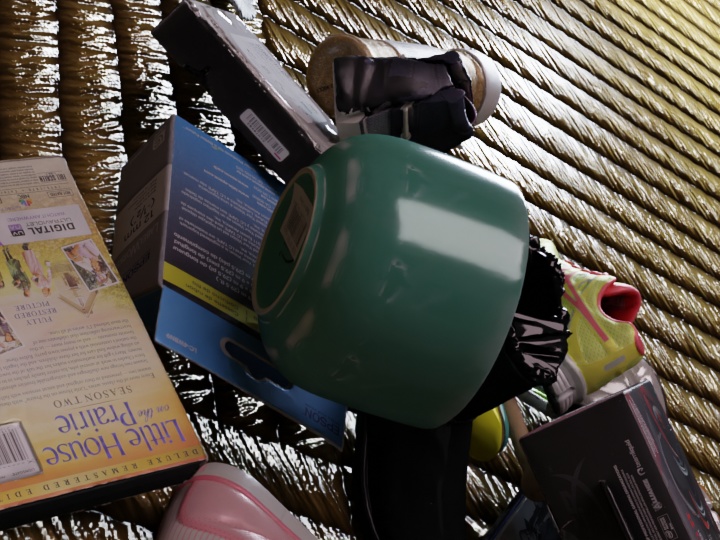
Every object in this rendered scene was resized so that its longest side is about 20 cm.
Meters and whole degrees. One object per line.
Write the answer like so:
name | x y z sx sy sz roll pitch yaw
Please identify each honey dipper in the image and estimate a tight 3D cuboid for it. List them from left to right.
honey dipper | 0.099 0.080 1.192 0.038 0.038 0.200 26 30 -35

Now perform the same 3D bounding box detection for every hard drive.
hard drive | -0.068 -0.121 1.164 0.140 0.038 0.200 48 7 0

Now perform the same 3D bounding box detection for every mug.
mug | 0.001 0.007 0.958 0.114 0.185 0.152 19 59 -19

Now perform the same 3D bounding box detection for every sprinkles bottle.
sprinkles bottle | 0.039 -0.155 1.389 0.200 0.068 0.068 -3 58 -55

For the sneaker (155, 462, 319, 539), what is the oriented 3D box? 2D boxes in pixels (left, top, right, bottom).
sneaker | -0.029 0.192 0.879 0.200 0.075 0.105 37 26 -5

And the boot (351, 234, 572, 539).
boot | 0.064 0.080 1.018 0.073 0.162 0.199 12 58 -31

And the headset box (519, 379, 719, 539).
headset box | 0.174 0.154 1.072 0.149 0.075 0.200 66 13 8

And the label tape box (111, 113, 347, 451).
label tape box | -0.080 0.017 1.030 0.143 0.066 0.200 32 36 -28

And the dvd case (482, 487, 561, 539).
dvd case | 0.134 0.230 1.111 0.150 0.025 0.200 50 30 1

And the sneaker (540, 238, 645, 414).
sneaker | 0.163 0.031 1.250 0.078 0.090 0.200 60 10 -29

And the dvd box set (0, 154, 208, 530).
dvd box set | -0.182 0.033 0.872 0.146 0.029 0.200 -11 63 -40

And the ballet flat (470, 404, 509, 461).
ballet flat | 0.032 0.049 1.158 0.067 0.067 0.200 -4 53 -30

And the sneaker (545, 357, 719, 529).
sneaker | 0.196 0.163 1.247 0.092 0.076 0.200 -15 74 -29

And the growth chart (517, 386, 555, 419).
growth chart | 0.128 0.043 1.333 0.145 0.018 0.200 27 35 -33

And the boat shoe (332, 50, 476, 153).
boat shoe | 0.038 -0.088 1.196 0.200 0.092 0.075 70 16 -68

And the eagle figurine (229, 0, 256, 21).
eagle figurine | -0.108 -0.291 1.311 0.200 0.151 0.151 -49 136 -35
